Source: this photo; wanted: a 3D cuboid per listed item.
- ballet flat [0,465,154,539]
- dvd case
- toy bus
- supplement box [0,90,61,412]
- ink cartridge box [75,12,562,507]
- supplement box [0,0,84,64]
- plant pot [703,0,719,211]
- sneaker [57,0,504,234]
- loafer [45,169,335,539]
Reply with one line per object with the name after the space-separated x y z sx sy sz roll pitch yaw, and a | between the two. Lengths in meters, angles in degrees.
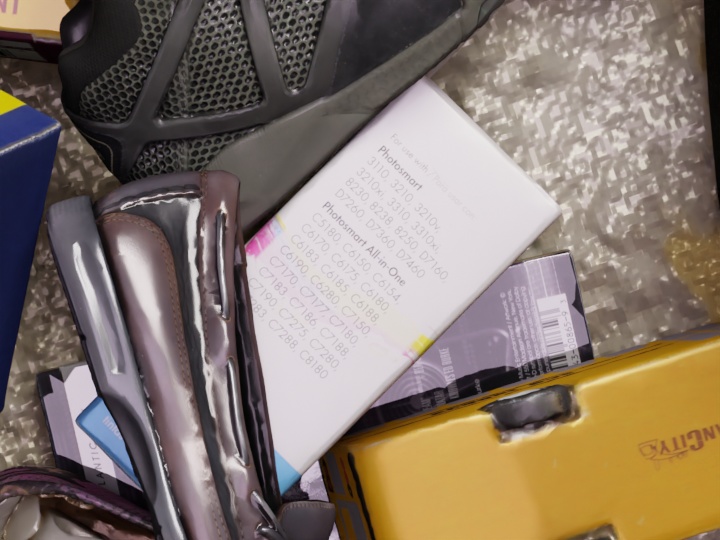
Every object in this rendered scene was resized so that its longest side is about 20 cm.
-0.050 0.127 0.882 0.200 0.071 0.069 27 88 -3 | ballet flat
-0.004 0.087 0.927 0.200 0.016 0.149 -13 91 -3 | dvd case
0.093 0.062 0.884 0.200 0.078 0.065 -16 91 -13 | toy bus
-0.209 -0.025 0.779 0.200 0.110 0.109 27 121 21 | supplement box
0.000 0.000 0.861 0.068 0.115 0.200 45 89 -1 | ink cartridge box
-0.144 -0.177 0.877 0.131 0.103 0.200 6 89 -1 | supplement box
0.210 -0.132 0.858 0.200 0.200 0.178 -13 79 -2 | plant pot
-0.021 -0.106 0.793 0.199 0.076 0.114 -40 114 18 | sneaker
-0.036 0.065 0.770 0.063 0.072 0.200 -20 89 -5 | loafer
